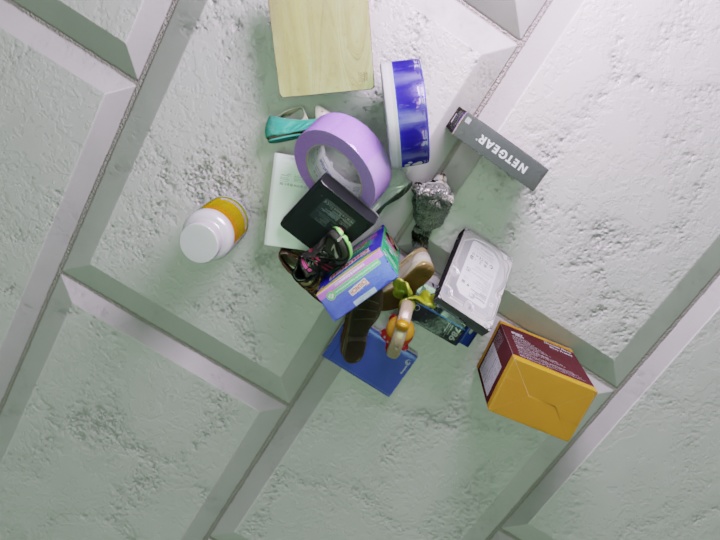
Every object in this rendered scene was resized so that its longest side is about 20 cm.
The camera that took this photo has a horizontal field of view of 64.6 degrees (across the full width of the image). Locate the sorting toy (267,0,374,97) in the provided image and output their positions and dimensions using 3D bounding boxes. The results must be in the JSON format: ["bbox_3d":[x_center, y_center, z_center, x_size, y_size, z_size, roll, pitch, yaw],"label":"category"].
[{"bbox_3d":[-0.074,-0.466,1.153,0.195,0.070,0.204,-3,109,5],"label":"sorting toy"}]

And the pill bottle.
[{"bbox_3d":[-0.316,-0.086,1.227,0.109,0.200,0.113,1,109,3],"label":"pill bottle"}]

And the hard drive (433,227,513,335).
[{"bbox_3d":[0.247,0.021,1.237,0.139,0.202,0.038,33,149,-7],"label":"hard drive"}]

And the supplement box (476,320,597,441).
[{"bbox_3d":[0.388,0.242,1.287,0.194,0.200,0.135,21,109,-3],"label":"supplement box"}]

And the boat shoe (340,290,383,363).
[{"bbox_3d":[-0.008,0.111,1.310,0.071,0.068,0.203,13,111,-24],"label":"boat shoe"}]

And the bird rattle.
[{"bbox_3d":[0.082,0.119,1.247,0.111,0.164,0.202,26,125,0],"label":"bird rattle"}]

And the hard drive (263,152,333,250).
[{"bbox_3d":[-0.139,-0.149,1.267,0.129,0.027,0.204,7,103,-9],"label":"hard drive"}]

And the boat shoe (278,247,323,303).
[{"bbox_3d":[-0.115,0.021,1.316,0.072,0.072,0.200,-38,102,15],"label":"boat shoe"}]

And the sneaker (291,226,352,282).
[{"bbox_3d":[-0.082,-0.022,1.187,0.077,0.083,0.200,52,141,4],"label":"sneaker"}]

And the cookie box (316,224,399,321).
[{"bbox_3d":[0.000,0.000,1.233,0.170,0.200,0.076,-35,103,14],"label":"cookie box"}]

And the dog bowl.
[{"bbox_3d":[0.087,-0.308,1.125,0.077,0.201,0.204,-6,108,4],"label":"dog bowl"}]

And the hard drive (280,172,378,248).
[{"bbox_3d":[-0.070,-0.104,1.189,0.139,0.033,0.199,37,143,-14],"label":"hard drive"}]

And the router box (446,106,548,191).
[{"bbox_3d":[0.271,-0.250,1.154,0.198,0.158,0.053,33,108,-8],"label":"router box"}]

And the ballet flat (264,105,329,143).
[{"bbox_3d":[-0.108,-0.315,1.210,0.196,0.067,0.072,-4,94,3],"label":"ballet flat"}]

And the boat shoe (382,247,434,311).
[{"bbox_3d":[0.094,0.021,1.302,0.073,0.070,0.200,24,133,-29],"label":"boat shoe"}]

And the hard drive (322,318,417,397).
[{"bbox_3d":[0.023,0.207,1.393,0.198,0.025,0.133,32,107,-7],"label":"hard drive"}]

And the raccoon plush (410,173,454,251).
[{"bbox_3d":[0.158,-0.108,1.220,0.095,0.134,0.204,-2,108,3],"label":"raccoon plush"}]

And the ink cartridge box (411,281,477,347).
[{"bbox_3d":[0.198,0.104,1.341,0.198,0.039,0.100,28,107,-6],"label":"ink cartridge box"}]

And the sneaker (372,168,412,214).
[{"bbox_3d":[0.020,-0.159,1.258,0.199,0.070,0.081,-39,83,15],"label":"sneaker"}]

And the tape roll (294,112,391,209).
[{"bbox_3d":[-0.037,-0.211,1.148,0.198,0.066,0.202,27,145,21],"label":"tape roll"}]
